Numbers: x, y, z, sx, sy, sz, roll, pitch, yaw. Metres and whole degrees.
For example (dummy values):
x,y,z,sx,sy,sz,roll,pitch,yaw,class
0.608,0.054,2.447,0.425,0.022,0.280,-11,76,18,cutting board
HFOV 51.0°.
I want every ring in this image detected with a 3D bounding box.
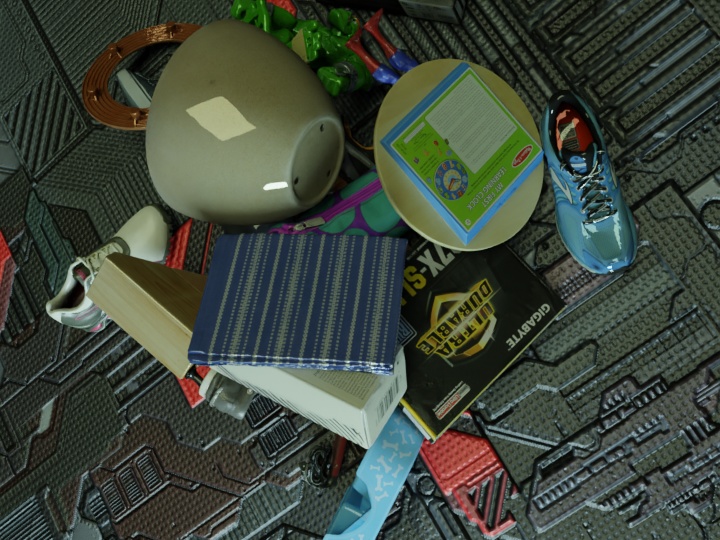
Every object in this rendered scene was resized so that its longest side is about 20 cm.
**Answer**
x,y,z,sx,sy,sz,roll,pitch,yaw,class
-0.261,-0.255,0.958,0.195,0.019,0.204,-4,54,5,ring

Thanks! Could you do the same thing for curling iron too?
x,y,z,sx,sy,sz,roll,pitch,yaw,class
-0.022,0.160,0.860,0.025,0.049,0.204,33,107,53,curling iron

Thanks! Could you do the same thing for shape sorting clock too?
x,y,z,sx,sy,sz,roll,pitch,yaw,class
0.105,-0.121,0.786,0.195,0.039,0.205,4,76,-17,shape sorting clock

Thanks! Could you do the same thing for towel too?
x,y,z,sx,sy,sz,roll,pitch,yaw,class
-0.057,0.028,0.709,0.195,0.024,0.147,2,56,9,towel

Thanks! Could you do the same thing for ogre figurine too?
x,y,z,sx,sy,sz,roll,pitch,yaw,class
-0.056,-0.257,0.874,0.197,0.119,0.101,21,107,38,ogre figurine

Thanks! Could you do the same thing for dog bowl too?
x,y,z,sx,sy,sz,roll,pitch,yaw,class
0.011,0.238,0.811,0.049,0.111,0.203,27,104,6,dog bowl

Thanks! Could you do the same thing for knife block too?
x,y,z,sx,sy,sz,roll,pitch,yaw,class
-0.207,0.078,0.878,0.064,0.197,0.177,-52,41,24,knife block

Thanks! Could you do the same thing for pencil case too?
x,y,z,sx,sy,sz,roll,pitch,yaw,class
-0.001,-0.058,0.816,0.198,0.093,0.085,-36,61,-19,pencil case

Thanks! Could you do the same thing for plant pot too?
x,y,z,sx,sy,sz,roll,pitch,yaw,class
-0.093,-0.129,0.748,0.132,0.199,0.204,23,93,26,plant pot

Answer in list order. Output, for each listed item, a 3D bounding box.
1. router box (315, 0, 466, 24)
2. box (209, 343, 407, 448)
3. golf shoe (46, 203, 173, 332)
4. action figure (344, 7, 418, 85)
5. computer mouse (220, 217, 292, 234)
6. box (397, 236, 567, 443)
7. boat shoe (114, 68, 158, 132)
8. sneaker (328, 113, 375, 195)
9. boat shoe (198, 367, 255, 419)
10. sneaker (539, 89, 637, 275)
x,y,z,sx,sy,sz,roll,pitch,yaw,class
0.043,-0.386,0.893,0.196,0.051,0.153,15,89,21,router box
-0.057,0.085,0.730,0.197,0.069,0.082,22,54,26,box
-0.319,-0.003,0.975,0.077,0.088,0.201,41,98,20,golf shoe
0.083,-0.209,0.841,0.200,0.099,0.065,47,146,-14,action figure
-0.150,-0.095,0.904,0.139,0.053,0.201,-45,51,8,computer mouse
0.091,0.050,0.789,0.199,0.049,0.160,-41,76,-13,box
-0.243,-0.215,0.983,0.090,0.072,0.200,-32,54,-18,boat shoe
-0.052,-0.164,0.903,0.077,0.078,0.200,-42,75,-3,sneaker
-0.101,0.090,0.847,0.057,0.200,0.067,36,134,7,boat shoe
0.226,-0.092,0.776,0.077,0.090,0.204,-20,78,17,sneaker
